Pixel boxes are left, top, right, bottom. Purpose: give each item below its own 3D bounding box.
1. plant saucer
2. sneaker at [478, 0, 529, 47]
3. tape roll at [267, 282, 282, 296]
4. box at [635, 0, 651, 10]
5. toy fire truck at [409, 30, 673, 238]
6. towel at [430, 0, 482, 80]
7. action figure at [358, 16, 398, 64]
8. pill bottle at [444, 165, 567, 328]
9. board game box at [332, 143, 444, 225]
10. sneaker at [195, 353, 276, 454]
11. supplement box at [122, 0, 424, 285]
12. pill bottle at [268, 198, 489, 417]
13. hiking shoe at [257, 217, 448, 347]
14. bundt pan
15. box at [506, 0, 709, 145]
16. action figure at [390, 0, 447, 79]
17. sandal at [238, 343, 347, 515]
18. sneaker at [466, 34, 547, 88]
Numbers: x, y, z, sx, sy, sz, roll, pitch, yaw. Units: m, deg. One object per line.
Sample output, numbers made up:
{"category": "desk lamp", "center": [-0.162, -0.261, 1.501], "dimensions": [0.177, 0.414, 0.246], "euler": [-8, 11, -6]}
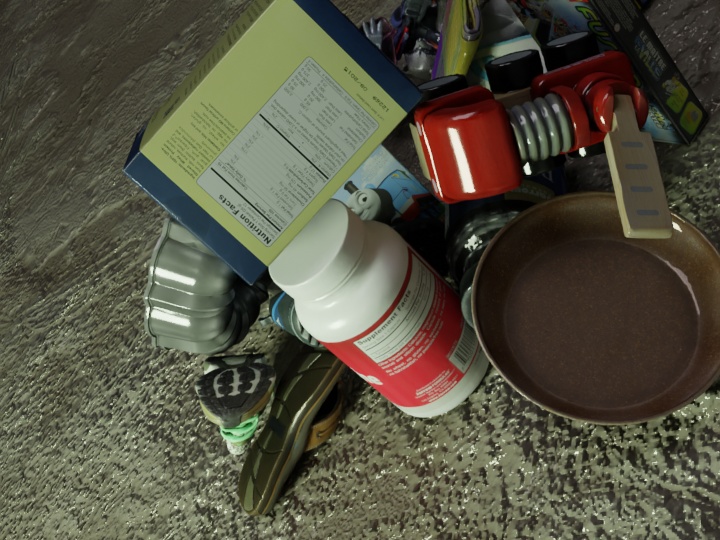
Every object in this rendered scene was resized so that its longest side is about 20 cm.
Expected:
{"category": "plant saucer", "center": [0.183, 0.031, 0.928], "dimensions": [0.197, 0.037, 0.203], "euler": [-3, 58, 4]}
{"category": "sneaker", "center": [0.159, -0.270, 1.216], "dimensions": [0.200, 0.074, 0.090], "euler": [167, 96, -67]}
{"category": "tape roll", "center": [-0.038, -0.053, 1.348], "dimensions": [0.202, 0.037, 0.204], "euler": [-32, 37, 27]}
{"category": "box", "center": [0.238, -0.317, 1.275], "dimensions": [0.160, 0.049, 0.200], "euler": [-50, 33, 3]}
{"category": "toy fire truck", "center": [0.144, -0.092, 0.928], "dimensions": [0.174, 0.130, 0.200], "euler": [-18, 16, -5]}
{"category": "towel", "center": [0.093, -0.201, 1.240], "dimensions": [0.201, 0.022, 0.145], "euler": [101, 173, -45]}
{"category": "action figure", "center": [-0.002, -0.203, 1.407], "dimensions": [0.133, 0.150, 0.200], "euler": [-30, -7, -17]}
{"category": "pill bottle", "center": [0.128, -0.043, 1.071], "dimensions": [0.111, 0.112, 0.202], "euler": [-29, 38, 29]}
{"category": "board game box", "center": [-0.022, -0.059, 1.183], "dimensions": [0.151, 0.200, 0.037], "euler": [-46, 32, 4]}
{"category": "sneaker", "center": [-0.113, 0.135, 1.180], "dimensions": [0.076, 0.090, 0.200], "euler": [-7, 6, -2]}
{"category": "supplement box", "center": [-0.076, -0.126, 1.007], "dimensions": [0.200, 0.134, 0.200], "euler": [-47, 15, 6]}
{"category": "pill bottle", "center": [0.016, 0.031, 1.040], "dimensions": [0.111, 0.200, 0.113], "euler": [-26, 41, 26]}
{"category": "hiking shoe", "center": [0.000, 0.000, 1.155], "dimensions": [0.199, 0.075, 0.086], "euler": [-26, 22, -30]}
{"category": "bundt pan", "center": [-0.137, -0.004, 1.243], "dimensions": [0.075, 0.203, 0.204], "euler": [18, 65, 13]}
{"category": "box", "center": [0.203, -0.190, 1.044], "dimensions": [0.035, 0.200, 0.110], "euler": [-52, 32, -13]}
{"category": "action figure", "center": [0.097, -0.302, 1.372], "dimensions": [0.200, 0.103, 0.195], "euler": [118, 173, -72]}
{"category": "sandal", "center": [-0.050, 0.143, 1.157], "dimensions": [0.202, 0.054, 0.082], "euler": [-66, 27, 1]}
{"category": "sneaker", "center": [0.158, -0.183, 1.204], "dimensions": [0.200, 0.076, 0.082], "euler": [-172, 76, -71]}
